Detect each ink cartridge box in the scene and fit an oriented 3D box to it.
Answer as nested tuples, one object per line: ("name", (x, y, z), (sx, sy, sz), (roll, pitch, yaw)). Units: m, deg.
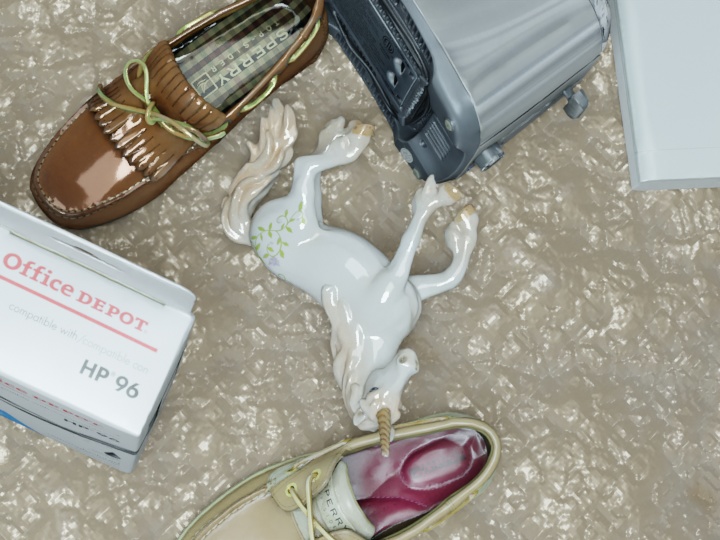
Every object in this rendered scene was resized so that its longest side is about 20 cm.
("ink cartridge box", (-0.149, 0.038, 0.792), (0.115, 0.200, 0.068), (24, 73, -3))

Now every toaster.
("toaster", (0.052, -0.161, 0.925), (0.128, 0.114, 0.201), (-30, 81, -19))

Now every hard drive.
("hard drive", (0.221, -0.153, 0.996), (0.130, 0.026, 0.203), (-3, 78, -11))

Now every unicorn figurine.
("unicorn figurine", (0.000, 0.000, 0.887), (0.199, 0.074, 0.138), (37, 89, 31))

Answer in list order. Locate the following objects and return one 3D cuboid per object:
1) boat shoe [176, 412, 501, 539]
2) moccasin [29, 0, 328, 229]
("boat shoe", (-0.012, 0.126, 0.865), (0.198, 0.066, 0.075), (-26, 82, -15))
("moccasin", (-0.100, -0.096, 0.896), (0.200, 0.078, 0.074), (-32, 84, -12))
